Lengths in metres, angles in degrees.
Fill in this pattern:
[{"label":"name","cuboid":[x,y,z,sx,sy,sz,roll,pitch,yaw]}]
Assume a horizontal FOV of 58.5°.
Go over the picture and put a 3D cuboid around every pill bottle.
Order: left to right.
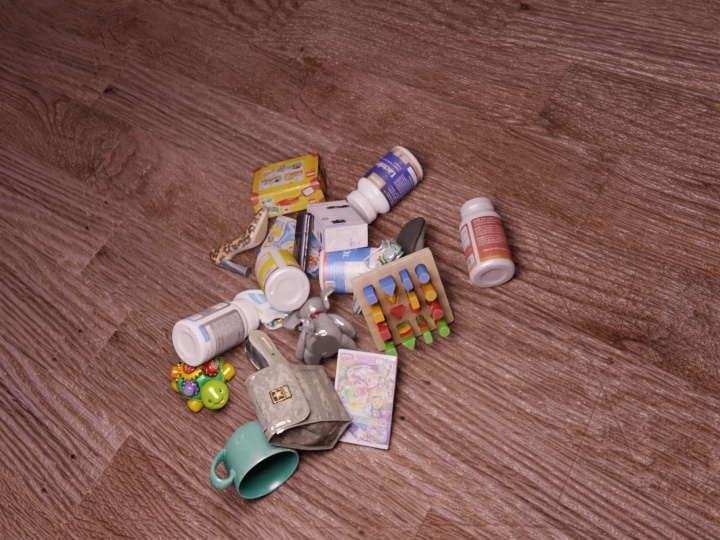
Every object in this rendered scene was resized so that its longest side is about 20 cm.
[{"label":"pill bottle","cuboid":[-0.347,0.144,1.566,0.112,0.116,0.199,27,30,27]},{"label":"pill bottle","cuboid":[-0.199,0.011,1.583,0.110,0.112,0.200,-32,29,-5]},{"label":"pill bottle","cuboid":[0.000,0.000,1.606,0.195,0.113,0.114,0,60,5]},{"label":"pill bottle","cuboid":[0.064,-0.227,1.722,0.200,0.116,0.115,-44,59,-11]},{"label":"pill bottle","cuboid":[0.303,-0.071,1.567,0.110,0.113,0.204,-12,58,8]}]

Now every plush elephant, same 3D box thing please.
[{"label":"plush elephant","cuboid":[-0.097,0.135,1.543,0.162,0.201,0.156,-25,38,8]}]

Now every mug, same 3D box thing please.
[{"label":"mug","cuboid":[-0.234,0.400,1.405,0.152,0.184,0.115,-47,54,7]}]

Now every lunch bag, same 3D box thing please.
[{"label":"lunch bag","cuboid":[-0.145,0.296,1.412,0.119,0.197,0.165,-57,45,25]}]

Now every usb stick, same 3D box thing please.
[{"label":"usb stick","cuboid":[-0.153,-0.050,1.662,0.055,0.032,0.205,3,86,50]}]

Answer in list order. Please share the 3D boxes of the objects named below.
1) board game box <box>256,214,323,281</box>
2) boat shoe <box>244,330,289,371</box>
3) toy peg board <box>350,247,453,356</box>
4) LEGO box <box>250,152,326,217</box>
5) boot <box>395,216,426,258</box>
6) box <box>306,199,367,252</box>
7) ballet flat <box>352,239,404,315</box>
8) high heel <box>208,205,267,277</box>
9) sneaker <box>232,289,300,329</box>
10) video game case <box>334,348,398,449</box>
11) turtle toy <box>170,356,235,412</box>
[{"label":"board game box","cuboid":[-0.168,-0.064,1.742,0.197,0.035,0.137,17,67,24]},{"label":"boat shoe","cuboid":[-0.219,0.241,1.575,0.201,0.071,0.068,50,119,25]},{"label":"toy peg board","cuboid":[0.105,0.087,1.467,0.196,0.202,0.098,-22,26,2]},{"label":"LEGO box","cuboid":[-0.199,-0.238,1.805,0.196,0.078,0.151,-12,43,8]},{"label":"boot","cuboid":[0.141,-0.020,1.581,0.067,0.131,0.203,-11,47,37]},{"label":"box","cuboid":[-0.063,-0.118,1.657,0.114,0.061,0.200,-8,25,-15]},{"label":"ballet flat","cuboid":[0.025,0.011,1.519,0.074,0.074,0.202,45,107,32]},{"label":"high heel","cuboid":[-0.338,-0.099,1.766,0.140,0.071,0.204,21,90,20]},{"label":"sneaker","cuboid":[-0.244,0.102,1.645,0.196,0.077,0.082,3,63,20]},{"label":"video game case","cuboid":[0.007,0.288,1.454,0.140,0.018,0.205,5,86,18]},{"label":"turtle toy","cuboid":[-0.385,0.265,1.574,0.146,0.102,0.199,-45,59,-12]}]
